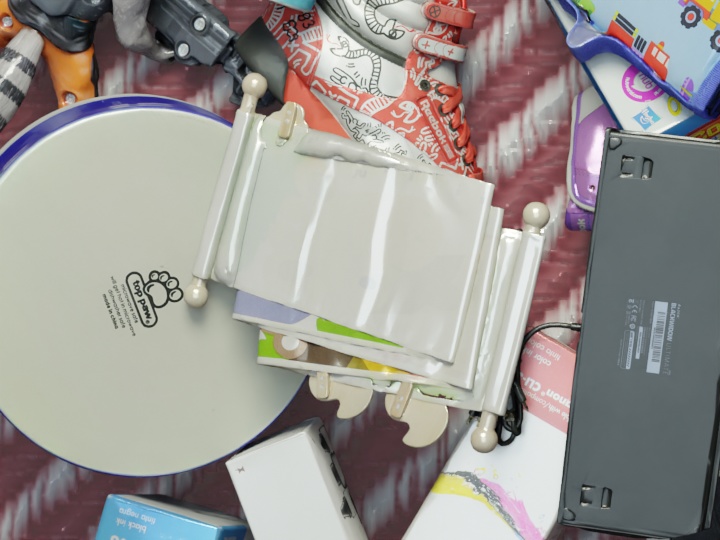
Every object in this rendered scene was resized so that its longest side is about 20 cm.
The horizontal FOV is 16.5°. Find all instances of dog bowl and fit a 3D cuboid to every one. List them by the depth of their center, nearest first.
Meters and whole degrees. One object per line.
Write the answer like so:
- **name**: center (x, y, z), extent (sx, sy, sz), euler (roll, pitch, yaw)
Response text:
- **dog bowl**: center (-0.118, 0.007, 1.329), extent (0.199, 0.079, 0.201), euler (-2, 98, -11)

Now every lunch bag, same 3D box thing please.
- **lunch bag**: center (0.175, -0.181, 1.238), extent (0.200, 0.094, 0.151), euler (-47, 61, 4)

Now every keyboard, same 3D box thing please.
- **keyboard**: center (0.123, 0.030, 1.230), extent (0.127, 0.021, 0.201), euler (7, 90, 7)

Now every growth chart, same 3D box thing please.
- **growth chart**: center (0.000, 0.000, 1.250), extent (0.200, 0.018, 0.145), euler (23, 96, 23)

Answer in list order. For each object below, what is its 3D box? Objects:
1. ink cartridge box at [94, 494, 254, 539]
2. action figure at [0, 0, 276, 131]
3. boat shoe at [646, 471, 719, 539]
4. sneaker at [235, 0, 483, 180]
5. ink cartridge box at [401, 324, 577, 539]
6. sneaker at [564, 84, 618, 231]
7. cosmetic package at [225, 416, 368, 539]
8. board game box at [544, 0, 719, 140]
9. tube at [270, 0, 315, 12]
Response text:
- **ink cartridge box**: center (-0.119, 0.224, 1.327), extent (0.068, 0.116, 0.201), euler (15, 87, 11)
- **action figure**: center (-0.142, -0.131, 1.372), extent (0.200, 0.105, 0.194), euler (33, 100, 12)
- **boat shoe**: center (0.176, 0.069, 1.289), extent (0.060, 0.076, 0.200), euler (-2, 118, 14)
- **sneaker**: center (0.037, -0.088, 1.335), extent (0.108, 0.067, 0.201), euler (-44, 90, 10)
- **ink cartridge box**: center (0.068, 0.132, 1.303), extent (0.067, 0.116, 0.200), euler (30, 90, 9)
- **sneaker**: center (0.174, -0.018, 1.325), extent (0.114, 0.073, 0.201), euler (-22, 71, 8)
- **cosmetic package**: center (-0.009, 0.181, 1.316), extent (0.051, 0.083, 0.200), euler (-21, 91, 7)
- **board game box**: center (0.193, -0.172, 1.302), extent (0.196, 0.056, 0.200), euler (-29, 59, 5)
- **tube**: center (-0.014, -0.234, 1.268), extent (0.077, 0.050, 0.200), euler (18, 100, -14)
